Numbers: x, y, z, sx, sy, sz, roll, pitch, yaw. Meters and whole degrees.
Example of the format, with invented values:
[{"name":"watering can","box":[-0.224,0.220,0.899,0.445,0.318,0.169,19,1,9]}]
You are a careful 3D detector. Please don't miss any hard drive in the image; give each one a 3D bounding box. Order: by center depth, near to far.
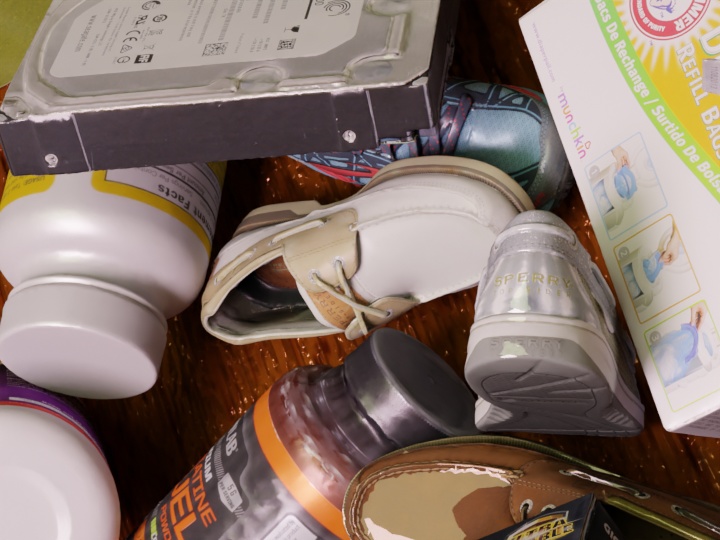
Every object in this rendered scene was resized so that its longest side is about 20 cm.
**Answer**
[{"name":"hard drive","box":[-0.057,-0.103,0.867,0.200,0.038,0.140,-3,37,12]}]

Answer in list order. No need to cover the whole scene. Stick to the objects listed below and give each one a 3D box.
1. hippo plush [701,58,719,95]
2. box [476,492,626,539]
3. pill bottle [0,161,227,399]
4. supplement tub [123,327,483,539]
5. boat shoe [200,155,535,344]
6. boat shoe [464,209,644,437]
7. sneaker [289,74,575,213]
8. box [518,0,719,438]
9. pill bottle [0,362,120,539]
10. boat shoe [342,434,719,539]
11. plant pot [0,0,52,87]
[{"name":"hippo plush","box":[0.234,-0.083,0.713,0.200,0.161,0.159,8,112,10]},{"name":"box","box":[0.079,0.205,0.764,0.159,0.046,0.200,-28,105,29]},{"name":"pill bottle","box":[-0.128,-0.040,0.964,0.111,0.111,0.200,-13,54,34]},{"name":"supplement tub","box":[-0.032,0.119,0.897,0.200,0.107,0.107,-47,58,19]},{"name":"boat shoe","box":[0.000,0.000,0.897,0.200,0.075,0.068,-15,33,48]},{"name":"boat shoe","box":[0.081,0.032,0.781,0.074,0.202,0.065,1,76,13]},{"name":"sneaker","box":[0.011,-0.067,0.908,0.200,0.095,0.079,15,90,37]},{"name":"box","box":[0.162,-0.039,0.780,0.101,0.112,0.200,-32,63,32]},{"name":"pill bottle","box":[-0.186,0.111,0.962,0.200,0.112,0.113,-151,79,-77]},{"name":"boat shoe","box":[0.086,0.112,0.786,0.200,0.068,0.072,6,91,11]},{"name":"plant pot","box":[-0.293,-0.216,1.096,0.187,0.200,0.187,-8,76,35]}]
